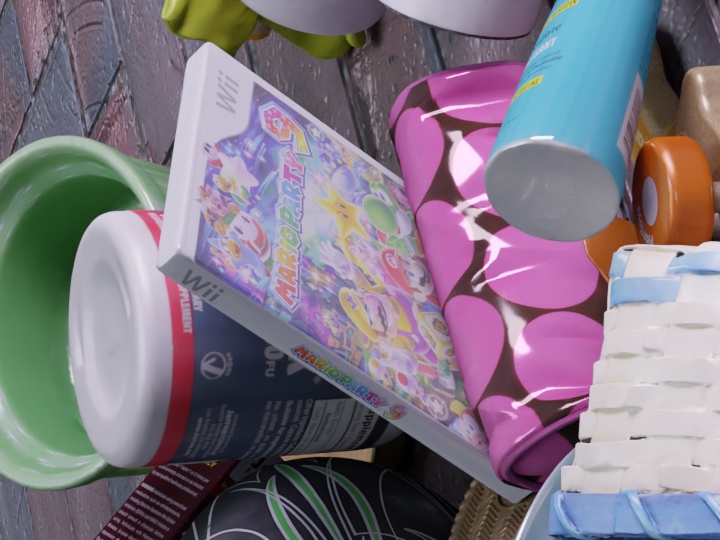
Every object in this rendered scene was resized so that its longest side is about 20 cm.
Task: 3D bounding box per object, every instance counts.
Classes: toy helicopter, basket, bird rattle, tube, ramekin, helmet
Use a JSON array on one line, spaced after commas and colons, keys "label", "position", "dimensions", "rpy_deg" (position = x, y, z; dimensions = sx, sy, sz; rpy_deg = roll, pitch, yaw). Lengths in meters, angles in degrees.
[{"label": "toy helicopter", "position": [0.129, -0.029, 0.892], "dimensions": [0.201, 0.078, 0.133], "rpy_deg": [-108, 17, -54]}, {"label": "basket", "position": [0.150, 0.092, 0.715], "dimensions": [0.175, 0.139, 0.202], "rpy_deg": [1, 76, 37]}, {"label": "bird rattle", "position": [-0.061, -0.209, 1.251], "dimensions": [0.163, 0.112, 0.202], "rpy_deg": [129, 138, -79]}, {"label": "tube", "position": [0.095, -0.098, 0.860], "dimensions": [0.078, 0.050, 0.201], "rpy_deg": [-51, 14, 47]}, {"label": "ramekin", "position": [-0.146, 0.027, 1.298], "dimensions": [0.199, 0.097, 0.202], "rpy_deg": [-5, 83, 40]}, {"label": "helmet", "position": [-0.008, 0.190, 1.057], "dimensions": [0.200, 0.198, 0.192], "rpy_deg": [-133, 32, -56]}]

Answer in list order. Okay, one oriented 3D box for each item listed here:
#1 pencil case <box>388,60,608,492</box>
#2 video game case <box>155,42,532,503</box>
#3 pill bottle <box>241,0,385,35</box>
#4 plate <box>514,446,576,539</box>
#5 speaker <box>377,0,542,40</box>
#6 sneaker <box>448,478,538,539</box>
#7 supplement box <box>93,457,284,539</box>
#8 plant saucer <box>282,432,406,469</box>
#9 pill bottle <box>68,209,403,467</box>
[{"label": "pencil case", "position": [0.078, -0.003, 0.968], "dimensions": [0.093, 0.091, 0.201], "rpy_deg": [-28, 58, 16]}, {"label": "video game case", "position": [0.000, 0.000, 0.974], "dimensions": [0.018, 0.199, 0.144], "rpy_deg": [-40, 29, 31]}, {"label": "pill bottle", "position": [-0.003, -0.221, 1.078], "dimensions": [0.120, 0.119, 0.201], "rpy_deg": [-115, 34, -41]}, {"label": "plate", "position": [0.105, 0.160, 0.829], "dimensions": [0.025, 0.200, 0.202], "rpy_deg": [0, 93, 34]}, {"label": "speaker", "position": [0.064, -0.208, 0.965], "dimensions": [0.081, 0.081, 0.202], "rpy_deg": [50, 132, 54]}, {"label": "sneaker", "position": [0.092, 0.160, 0.976], "dimensions": [0.070, 0.108, 0.201], "rpy_deg": [-31, 30, 44]}, {"label": "supplement box", "position": [-0.098, 0.184, 1.143], "dimensions": [0.200, 0.109, 0.061], "rpy_deg": [-51, 32, -15]}, {"label": "plant saucer", "position": [-0.016, 0.051, 1.243], "dimensions": [0.200, 0.035, 0.202], "rpy_deg": [178, 90, -67]}, {"label": "pill bottle", "position": [-0.030, 0.028, 1.072], "dimensions": [0.119, 0.198, 0.121], "rpy_deg": [177, 90, -65]}]
